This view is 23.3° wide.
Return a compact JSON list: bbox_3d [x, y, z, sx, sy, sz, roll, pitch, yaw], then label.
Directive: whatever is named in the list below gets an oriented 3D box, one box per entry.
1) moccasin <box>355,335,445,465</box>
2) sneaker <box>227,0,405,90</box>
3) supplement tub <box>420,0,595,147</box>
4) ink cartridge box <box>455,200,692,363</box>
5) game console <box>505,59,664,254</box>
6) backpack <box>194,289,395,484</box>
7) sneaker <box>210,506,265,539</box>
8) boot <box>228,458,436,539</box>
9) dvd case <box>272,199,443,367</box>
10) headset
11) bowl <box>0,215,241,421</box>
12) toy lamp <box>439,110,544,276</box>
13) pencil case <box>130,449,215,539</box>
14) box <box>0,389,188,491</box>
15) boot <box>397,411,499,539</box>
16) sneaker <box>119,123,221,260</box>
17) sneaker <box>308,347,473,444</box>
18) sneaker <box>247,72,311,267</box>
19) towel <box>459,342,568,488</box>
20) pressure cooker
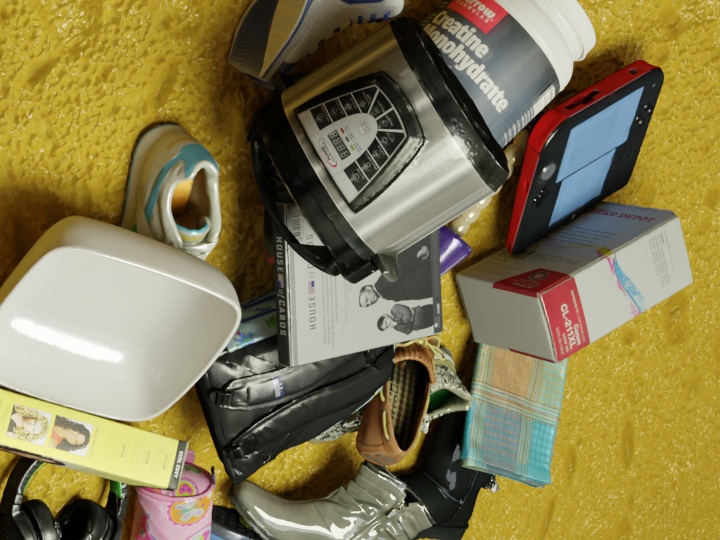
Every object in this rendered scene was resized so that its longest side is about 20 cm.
[{"bbox_3d":[0.046,0.096,1.763,0.073,0.078,0.202,31,60,-24],"label":"moccasin"},{"bbox_3d":[-0.020,-0.239,1.563,0.115,0.080,0.200,29,95,-41],"label":"sneaker"},{"bbox_3d":[0.110,-0.189,1.648,0.200,0.140,0.140,-44,133,-7],"label":"supplement tub"},{"bbox_3d":[0.225,0.008,1.827,0.199,0.146,0.083,-27,111,-27],"label":"ink cartridge box"},{"bbox_3d":[0.234,-0.118,1.811,0.200,0.031,0.177,-30,143,-35],"label":"game console"},{"bbox_3d":[-0.064,0.088,1.691,0.199,0.154,0.164,-20,119,-10],"label":"backpack"},{"bbox_3d":[-0.108,0.308,1.825,0.200,0.066,0.079,32,98,-44],"label":"sneaker"},{"bbox_3d":[-0.028,0.239,1.804,0.200,0.068,0.131,35,101,-20],"label":"boot"},{"bbox_3d":[0.000,0.000,1.632,0.199,0.025,0.151,-10,102,-43],"label":"dvd case"},{"bbox_3d":[-0.279,0.256,1.647,0.123,0.094,0.201,8,99,-39],"label":"headset"},{"bbox_3d":[-0.223,0.036,1.526,0.199,0.075,0.200,21,130,-28],"label":"bowl"},{"bbox_3d":[0.125,-0.079,1.784,0.200,0.058,0.058,-51,134,-4],"label":"toy lamp"},{"bbox_3d":[-0.189,0.280,1.737,0.087,0.087,0.201,-11,120,-32],"label":"pencil case"},{"bbox_3d":[-0.261,0.155,1.590,0.199,0.075,0.050,20,77,-33],"label":"box"},{"bbox_3d":[0.083,0.212,1.909,0.198,0.073,0.163,11,108,-45],"label":"boot"},{"bbox_3d":[-0.171,-0.025,1.574,0.076,0.081,0.201,-12,123,-33],"label":"sneaker"},{"bbox_3d":[0.033,0.139,1.817,0.199,0.089,0.077,-19,126,-27],"label":"sneaker"},{"bbox_3d":[-0.066,-0.095,1.619,0.098,0.071,0.201,3,111,-38],"label":"sneaker"},{"bbox_3d":[0.173,0.128,1.905,0.146,0.022,0.201,19,77,-42],"label":"towel"},{"bbox_3d":[0.007,-0.096,1.493,0.199,0.176,0.179,-31,123,11],"label":"pressure cooker"}]
